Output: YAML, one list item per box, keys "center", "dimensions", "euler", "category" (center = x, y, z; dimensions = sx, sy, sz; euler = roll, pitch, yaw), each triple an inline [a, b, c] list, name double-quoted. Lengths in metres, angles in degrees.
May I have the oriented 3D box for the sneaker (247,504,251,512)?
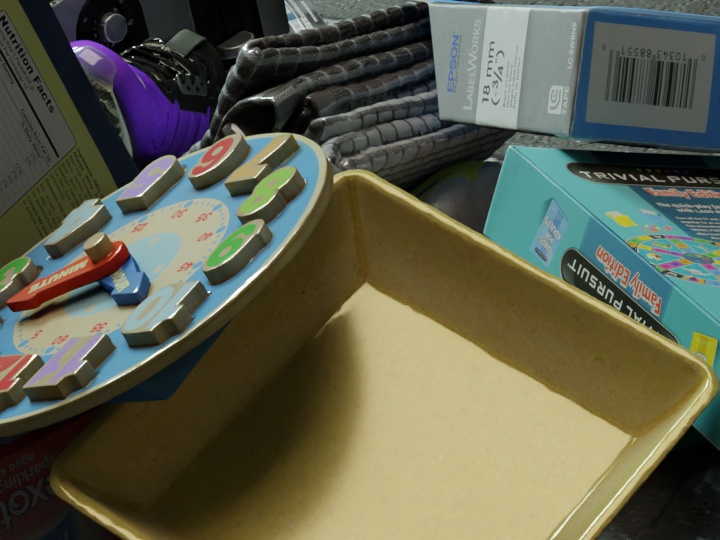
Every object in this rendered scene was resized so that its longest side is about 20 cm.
- center: [-0.012, 0.095, 1.151]
  dimensions: [0.076, 0.075, 0.200]
  euler: [-44, 8, 43]
  category: "sneaker"

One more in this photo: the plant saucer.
- center: [0.011, 0.076, 1.058]
  dimensions: [0.199, 0.049, 0.200]
  euler: [30, 61, 26]
  category: "plant saucer"

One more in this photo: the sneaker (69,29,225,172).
- center: [-0.117, -0.094, 1.401]
  dimensions: [0.069, 0.200, 0.100]
  euler: [34, 77, 12]
  category: "sneaker"

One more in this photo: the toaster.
- center: [-0.168, -0.149, 1.558]
  dimensions: [0.180, 0.119, 0.199]
  euler: [-34, 31, -33]
  category: "toaster"

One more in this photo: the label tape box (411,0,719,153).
- center: [0.119, -0.094, 1.278]
  dimensions: [0.143, 0.064, 0.200]
  euler: [4, 5, -25]
  category: "label tape box"

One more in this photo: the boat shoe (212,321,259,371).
- center: [-0.071, 0.018, 1.198]
  dimensions: [0.074, 0.063, 0.200]
  euler: [30, -4, -3]
  category: "boat shoe"

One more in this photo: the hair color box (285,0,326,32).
- center: [-0.112, -0.106, 1.649]
  dimensions: [0.199, 0.061, 0.100]
  euler: [-19, 23, -6]
  category: "hair color box"

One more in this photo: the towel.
- center: [-0.018, -0.063, 1.365]
  dimensions: [0.199, 0.086, 0.165]
  euler: [-21, -14, -45]
  category: "towel"

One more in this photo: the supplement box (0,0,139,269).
- center: [-0.252, -0.030, 1.285]
  dimensions: [0.199, 0.135, 0.200]
  euler: [-8, 28, 39]
  category: "supplement box"

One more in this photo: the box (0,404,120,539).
- center: [-0.172, 0.111, 1.136]
  dimensions: [0.199, 0.095, 0.102]
  euler: [-29, 29, -35]
  category: "box"

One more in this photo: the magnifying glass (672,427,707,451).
- center: [0.119, 0.071, 1.180]
  dimensions: [0.199, 0.023, 0.079]
  euler: [-28, 27, -31]
  category: "magnifying glass"

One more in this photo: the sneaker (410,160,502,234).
- center: [0.000, 0.000, 1.338]
  dimensions: [0.104, 0.076, 0.200]
  euler: [4, 28, 34]
  category: "sneaker"

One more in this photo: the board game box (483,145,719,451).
- center: [0.169, 0.012, 1.142]
  dimensions: [0.150, 0.047, 0.200]
  euler: [1, 27, -32]
  category: "board game box"

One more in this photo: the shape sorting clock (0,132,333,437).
- center: [-0.100, 0.002, 1.103]
  dimensions: [0.199, 0.039, 0.200]
  euler: [-28, 26, 15]
  category: "shape sorting clock"
